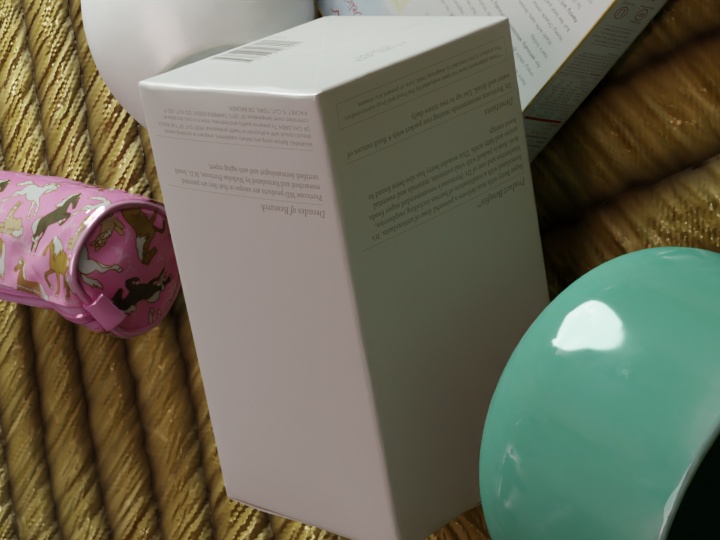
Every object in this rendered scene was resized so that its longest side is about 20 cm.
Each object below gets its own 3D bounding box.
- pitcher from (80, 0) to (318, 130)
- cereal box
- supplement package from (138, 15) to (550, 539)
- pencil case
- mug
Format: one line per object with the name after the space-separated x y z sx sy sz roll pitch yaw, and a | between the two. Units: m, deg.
-0.098 -0.148 0.890 0.172 0.120 0.201 113 148 -48 | pitcher
0.071 -0.145 0.760 0.200 0.039 0.145 -50 55 34 | cereal box
0.000 0.000 0.728 0.119 0.121 0.202 9 116 45 | supplement package
-0.191 -0.014 0.993 0.199 0.082 0.087 9 94 44 | pencil case
0.131 0.063 0.632 0.114 0.184 0.153 28 132 45 | mug
